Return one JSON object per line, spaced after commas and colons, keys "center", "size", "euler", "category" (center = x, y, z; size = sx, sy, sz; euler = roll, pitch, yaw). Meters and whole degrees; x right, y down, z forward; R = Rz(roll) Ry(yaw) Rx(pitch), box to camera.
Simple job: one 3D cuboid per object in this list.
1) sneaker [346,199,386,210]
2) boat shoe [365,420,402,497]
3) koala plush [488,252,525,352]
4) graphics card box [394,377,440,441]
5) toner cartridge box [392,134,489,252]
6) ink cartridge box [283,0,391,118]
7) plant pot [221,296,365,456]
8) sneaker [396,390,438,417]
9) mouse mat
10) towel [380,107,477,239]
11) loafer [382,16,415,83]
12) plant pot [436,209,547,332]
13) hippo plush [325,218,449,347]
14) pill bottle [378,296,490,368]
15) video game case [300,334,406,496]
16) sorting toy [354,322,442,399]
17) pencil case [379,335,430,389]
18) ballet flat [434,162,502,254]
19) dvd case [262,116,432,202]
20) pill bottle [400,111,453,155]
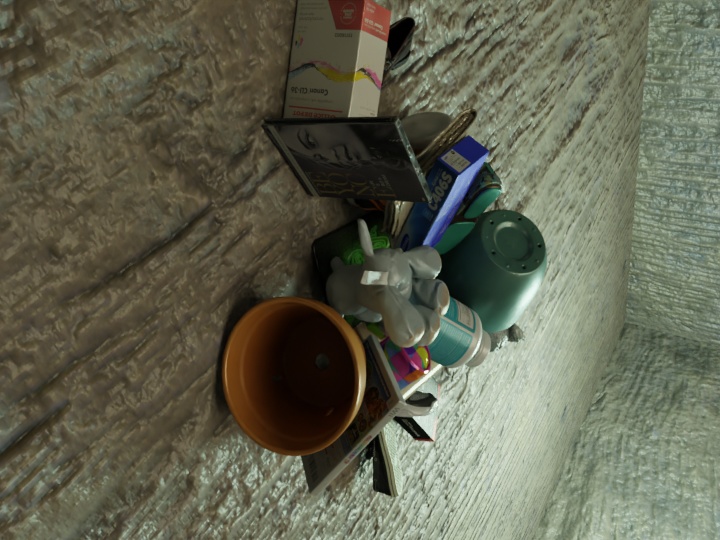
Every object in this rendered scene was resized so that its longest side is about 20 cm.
{"center": [0.029, -0.187, 0.967], "size": [0.077, 0.110, 0.204], "euler": [-39, 133, -41], "category": "sneaker"}
{"center": [0.037, 0.344, 1.235], "size": [0.075, 0.061, 0.206], "euler": [-35, 118, -67], "category": "boat shoe"}
{"center": [0.232, 0.082, 1.278], "size": [0.174, 0.202, 0.186], "euler": [-17, 146, -23], "category": "koala plush"}
{"center": [0.110, 0.258, 1.296], "size": [0.201, 0.050, 0.128], "euler": [54, 40, -53], "category": "graphics card box"}
{"center": [0.118, -0.101, 0.967], "size": [0.095, 0.043, 0.202], "euler": [-37, 161, -40], "category": "toner cartridge box"}
{"center": [-0.036, -0.246, 0.840], "size": [0.067, 0.114, 0.206], "euler": [-5, 105, -55], "category": "ink cartridge box"}
{"center": [-0.074, 0.135, 0.881], "size": [0.140, 0.195, 0.206], "euler": [-4, 107, -73], "category": "plant pot"}
{"center": [0.055, 0.199, 1.136], "size": [0.195, 0.075, 0.117], "euler": [6, 84, -22], "category": "sneaker"}
{"center": [0.000, 0.000, 1.056], "size": [0.199, 0.007, 0.165], "euler": [-31, 112, -49], "category": "mouse mat"}
{"center": [0.102, -0.144, 0.966], "size": [0.200, 0.034, 0.133], "euler": [-47, 167, -18], "category": "towel"}
{"center": [0.025, -0.322, 0.935], "size": [0.201, 0.071, 0.064], "euler": [-51, 173, -45], "category": "loafer"}
{"center": [0.244, -0.014, 1.151], "size": [0.202, 0.198, 0.162], "euler": [-53, 174, -30], "category": "plant pot"}
{"center": [0.021, 0.045, 0.940], "size": [0.197, 0.159, 0.164], "euler": [13, 66, -43], "category": "hippo plush"}
{"center": [0.133, 0.097, 1.088], "size": [0.197, 0.110, 0.113], "euler": [30, 76, -27], "category": "pill bottle"}
{"center": [-0.024, 0.212, 0.945], "size": [0.018, 0.144, 0.201], "euler": [30, 110, -33], "category": "video game case"}
{"center": [0.072, 0.109, 1.129], "size": [0.184, 0.036, 0.203], "euler": [-26, 86, -50], "category": "sorting toy"}
{"center": [0.018, 0.170, 1.009], "size": [0.088, 0.198, 0.089], "euler": [40, 28, -27], "category": "pencil case"}
{"center": [0.167, -0.104, 1.053], "size": [0.074, 0.074, 0.200], "euler": [-41, 174, -41], "category": "ballet flat"}
{"center": [-0.016, -0.143, 0.834], "size": [0.149, 0.195, 0.016], "euler": [55, 50, -50], "category": "dvd case"}
{"center": [0.121, -0.163, 1.118], "size": [0.116, 0.114, 0.204], "euler": [-45, 137, -38], "category": "pill bottle"}
